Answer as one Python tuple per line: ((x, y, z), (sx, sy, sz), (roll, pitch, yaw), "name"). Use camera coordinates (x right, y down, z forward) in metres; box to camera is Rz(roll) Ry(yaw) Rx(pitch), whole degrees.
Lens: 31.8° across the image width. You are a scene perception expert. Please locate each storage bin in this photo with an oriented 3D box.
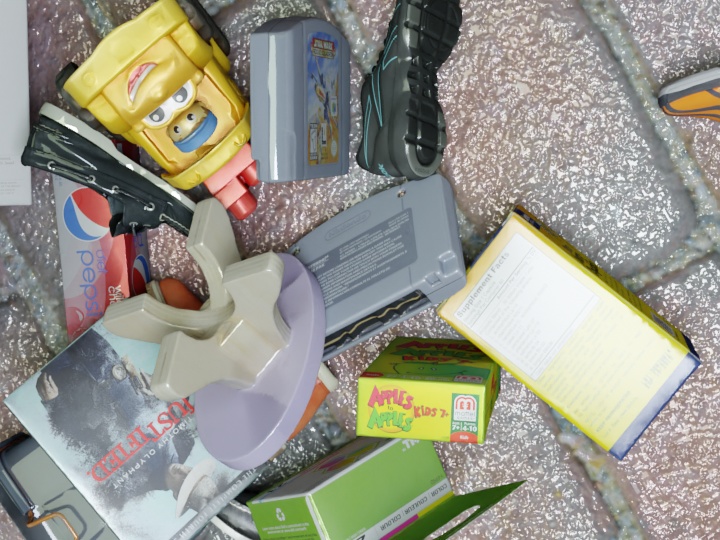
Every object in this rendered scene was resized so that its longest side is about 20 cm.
((-0.238, 0.209, 1.175), (0.134, 0.146, 0.201), (-36, 90, 2), "storage bin")

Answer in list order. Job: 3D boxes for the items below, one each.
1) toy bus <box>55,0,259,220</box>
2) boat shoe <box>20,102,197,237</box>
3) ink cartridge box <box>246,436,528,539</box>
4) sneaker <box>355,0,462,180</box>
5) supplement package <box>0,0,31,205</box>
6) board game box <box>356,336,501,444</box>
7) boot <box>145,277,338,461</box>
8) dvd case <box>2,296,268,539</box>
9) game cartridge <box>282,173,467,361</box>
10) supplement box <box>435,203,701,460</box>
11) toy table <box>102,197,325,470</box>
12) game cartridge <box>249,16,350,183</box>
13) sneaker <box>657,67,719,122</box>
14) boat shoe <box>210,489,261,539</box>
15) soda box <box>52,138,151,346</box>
((-0.148, -0.129, 1.086), (0.135, 0.200, 0.193), (-37, 95, 3), "toy bus")
((-0.208, -0.063, 1.105), (0.199, 0.074, 0.066), (37, 81, -25), "boat shoe")
((0.021, 0.188, 1.069), (0.199, 0.147, 0.076), (-23, 91, 51), "ink cartridge box")
((0.034, -0.179, 1.108), (0.079, 0.075, 0.203), (0, 78, 45), "sneaker")
((-0.375, -0.160, 1.140), (0.121, 0.119, 0.203), (9, 101, 51), "supplement package")
((0.063, 0.097, 1.068), (0.100, 0.200, 0.048), (2, 97, 10), "board game box")
((-0.111, 0.067, 1.172), (0.107, 0.075, 0.200), (-42, 82, -7), "boot")
((-0.197, 0.145, 1.124), (0.146, 0.022, 0.201), (-40, 94, -18), "dvd case")
((0.000, 0.000, 1.107), (0.199, 0.134, 0.040), (-27, 135, 23), "game cartridge")
((0.178, 0.048, 1.089), (0.199, 0.110, 0.109), (39, 101, 3), "supplement box")
((-0.111, 0.048, 1.048), (0.183, 0.202, 0.117), (-26, 134, 23), "toy table")
((-0.046, -0.144, 1.062), (0.041, 0.200, 0.135), (6, 98, 14), "game cartridge")
((0.352, -0.120, 1.055), (0.197, 0.078, 0.114), (-6, 94, 11), "sneaker")
((-0.068, 0.237, 1.173), (0.199, 0.074, 0.061), (33, 99, 4), "boat shoe")
((-0.239, -0.021, 1.181), (0.069, 0.063, 0.203), (-4, 95, 10), "soda box")
